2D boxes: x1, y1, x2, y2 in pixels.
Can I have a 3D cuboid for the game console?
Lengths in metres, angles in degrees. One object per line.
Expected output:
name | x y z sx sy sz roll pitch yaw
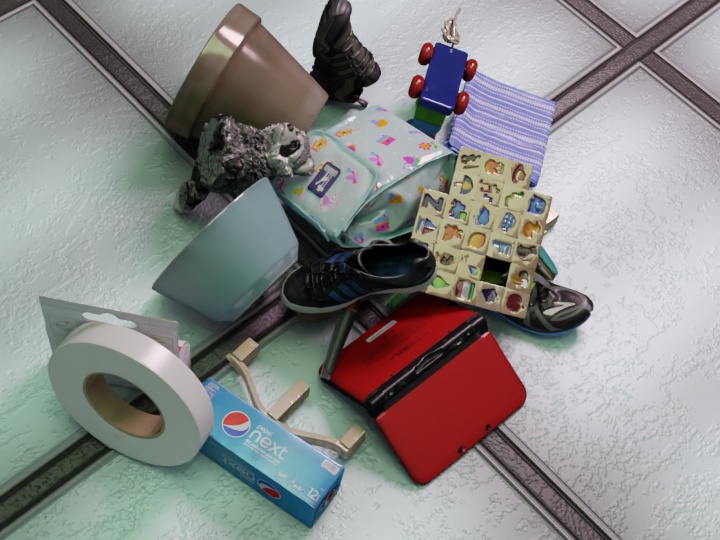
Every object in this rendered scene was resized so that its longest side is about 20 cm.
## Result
game console | 0.079 0.143 1.472 0.200 0.119 0.172 -35 37 -25

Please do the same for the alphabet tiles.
alphabet tiles | 0.153 -0.054 1.492 0.167 0.008 0.200 15 80 -2

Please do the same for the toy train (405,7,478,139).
toy train | 0.115 -0.277 1.688 0.085 0.116 0.200 20 52 -4

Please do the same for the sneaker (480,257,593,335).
sneaker | 0.209 0.026 1.523 0.199 0.083 0.071 20 58 5

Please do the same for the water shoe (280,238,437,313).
water shoe | -0.008 -0.003 1.419 0.200 0.079 0.072 -12 63 7

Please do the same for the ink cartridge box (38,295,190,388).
ink cartridge box | -0.284 0.076 1.360 0.162 0.200 0.050 11 57 -1

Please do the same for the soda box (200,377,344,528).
soda box | -0.120 0.215 1.372 0.200 0.068 0.064 33 60 13

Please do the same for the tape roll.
tape roll | -0.262 0.144 1.320 0.203 0.203 0.037 25 49 8

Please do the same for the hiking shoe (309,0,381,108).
hiking shoe | -0.015 -0.308 1.634 0.101 0.200 0.076 15 63 0

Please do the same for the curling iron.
curling iron | -0.003 0.046 1.455 0.050 0.026 0.200 23 73 16

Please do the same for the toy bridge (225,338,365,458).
toy bridge | -0.091 0.164 1.423 0.200 0.027 0.067 37 61 17

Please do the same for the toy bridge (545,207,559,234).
toy bridge | 0.194 -0.119 1.645 0.067 0.027 0.200 -33 68 -24

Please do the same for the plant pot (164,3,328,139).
plant pot | -0.146 -0.238 1.599 0.173 0.200 0.200 31 58 -7

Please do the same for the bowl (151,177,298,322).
bowl | -0.155 -0.011 1.455 0.105 0.201 0.201 47 62 -2

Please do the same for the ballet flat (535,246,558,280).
ballet flat | 0.194 -0.062 1.585 0.072 0.072 0.200 -28 85 -22

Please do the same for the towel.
towel | 0.205 -0.210 1.682 0.145 0.024 0.200 21 48 -1

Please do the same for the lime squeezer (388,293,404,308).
lime squeezer | 0.112 -0.028 1.552 0.038 0.071 0.200 33 60 14

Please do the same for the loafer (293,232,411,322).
loafer | 0.000 0.000 1.522 0.200 0.067 0.076 -33 68 -24

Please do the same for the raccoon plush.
raccoon plush | -0.151 -0.140 1.540 0.134 0.200 0.097 6 71 -32

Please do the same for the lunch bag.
lunch bag | 0.001 -0.117 1.545 0.200 0.122 0.170 -27 44 -25
